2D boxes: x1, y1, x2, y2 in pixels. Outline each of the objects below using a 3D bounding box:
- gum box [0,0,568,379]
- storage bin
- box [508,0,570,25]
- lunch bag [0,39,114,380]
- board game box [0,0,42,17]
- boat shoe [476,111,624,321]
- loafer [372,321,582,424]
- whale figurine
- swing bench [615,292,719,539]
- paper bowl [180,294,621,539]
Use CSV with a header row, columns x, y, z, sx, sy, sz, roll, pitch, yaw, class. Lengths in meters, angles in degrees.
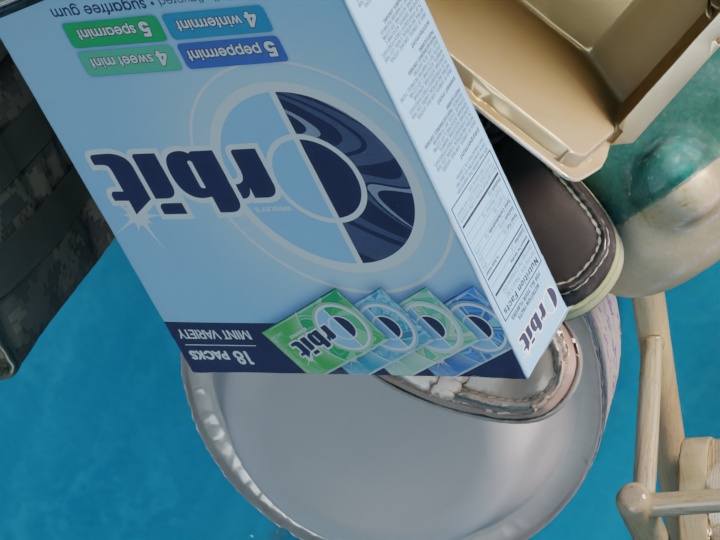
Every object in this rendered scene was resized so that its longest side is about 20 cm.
x,y,z,sx,sy,sz,roll,pitch,yaw,class
-0.033,-0.047,1.001,0.169,0.045,0.201,-1,129,37,gum box
0.079,-0.168,0.961,0.198,0.094,0.200,38,118,-7,storage bin
0.068,-0.200,1.061,0.148,0.104,0.200,44,118,-11,box
-0.193,-0.073,1.153,0.117,0.164,0.201,-10,115,24,lunch bag
-0.155,-0.150,0.923,0.199,0.028,0.136,-21,89,8,board game box
0.018,-0.055,1.052,0.201,0.066,0.072,40,84,18,boat shoe
0.000,0.000,1.098,0.199,0.063,0.072,34,94,15,loafer
0.152,-0.074,1.083,0.104,0.159,0.200,53,133,2,whale figurine
0.225,0.109,1.141,0.197,0.130,0.201,-5,135,15,swing bench
0.015,0.046,1.201,0.199,0.105,0.202,6,119,11,paper bowl
